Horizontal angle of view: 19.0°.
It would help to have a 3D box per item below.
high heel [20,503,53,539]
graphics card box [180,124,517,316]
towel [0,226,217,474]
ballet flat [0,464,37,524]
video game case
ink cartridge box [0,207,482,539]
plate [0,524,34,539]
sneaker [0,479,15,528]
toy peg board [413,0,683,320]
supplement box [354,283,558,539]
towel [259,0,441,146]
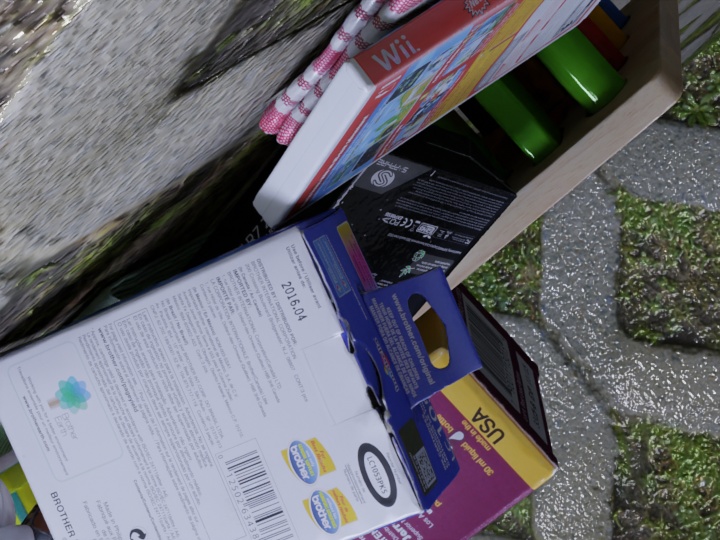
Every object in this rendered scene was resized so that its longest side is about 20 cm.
[{"bbox_3d":[-0.139,0.111,1.151,0.143,0.071,0.201,97,7,-56],"label":"high heel"},{"bbox_3d":[-0.027,0.009,1.069,0.200,0.051,0.125,-49,147,20],"label":"graphics card box"},{"bbox_3d":[-0.148,0.054,1.122,0.200,0.023,0.152,-42,175,28],"label":"towel"},{"bbox_3d":[-0.215,0.157,1.308,0.067,0.067,0.200,-32,174,-17],"label":"ballet flat"},{"bbox_3d":[0.050,-0.099,0.924,0.200,0.017,0.143,-35,173,-27],"label":"video game case"},{"bbox_3d":[-0.048,0.062,0.953,0.199,0.137,0.076,-23,-177,18],"label":"ink cartridge box"},{"bbox_3d":[-0.248,0.218,1.000,0.199,0.032,0.201,-5,127,-53],"label":"plate"},{"bbox_3d":[-0.256,0.155,1.013,0.200,0.075,0.089,-44,163,-11],"label":"sneaker"},{"bbox_3d":[0.069,-0.096,1.181,0.200,0.098,0.199,-40,-168,20],"label":"toy peg board"},{"bbox_3d":[0.001,0.108,1.206,0.200,0.103,0.131,-38,-161,15],"label":"supplement box"},{"bbox_3d":[0.047,-0.133,0.882,0.146,0.030,0.200,-34,173,-38],"label":"towel"}]
